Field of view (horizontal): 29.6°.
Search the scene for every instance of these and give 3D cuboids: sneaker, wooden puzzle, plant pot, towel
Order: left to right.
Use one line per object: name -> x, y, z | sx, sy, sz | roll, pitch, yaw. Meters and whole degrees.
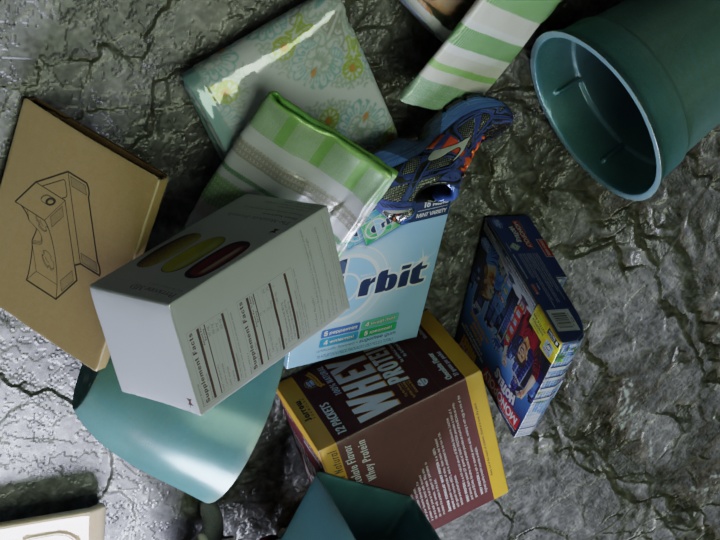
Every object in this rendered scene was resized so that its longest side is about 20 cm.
wooden puzzle -> -0.378, 0.338, 1.488 | 0.199, 0.046, 0.186 | -9, 123, -28
plant pot -> -0.188, 0.107, 1.350 | 0.160, 0.201, 0.201 | 24, 107, -18
towel -> -0.074, -0.059, 1.309 | 0.149, 0.031, 0.200 | 30, 126, -9
towel -> -0.064, -0.154, 1.342 | 0.171, 0.048, 0.201 | -33, 129, -9
plant pot -> -0.018, 0.348, 1.446 | 0.141, 0.141, 0.201 | 21, 109, -35
sneaker -> 0.082, -0.108, 1.379 | 0.200, 0.079, 0.075 | -33, 168, -24
towel -> 0.131, -0.240, 1.346 | 0.200, 0.023, 0.152 | -51, 159, 19
plant pot -> 0.314, -0.209, 1.421 | 0.196, 0.200, 0.201 | -34, 129, -15

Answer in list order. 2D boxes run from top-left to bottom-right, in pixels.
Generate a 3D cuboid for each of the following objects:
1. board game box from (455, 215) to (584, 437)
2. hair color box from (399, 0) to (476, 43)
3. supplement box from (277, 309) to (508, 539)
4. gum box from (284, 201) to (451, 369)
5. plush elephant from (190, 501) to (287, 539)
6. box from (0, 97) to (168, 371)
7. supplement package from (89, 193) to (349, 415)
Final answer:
board game box -> 0.173, 0.079, 1.541 | 0.061, 0.201, 0.201 | -3, 135, -25
hair color box -> 0.049, -0.315, 1.288 | 0.099, 0.061, 0.200 | -47, 130, 6
supplement box -> 0.037, 0.191, 1.552 | 0.199, 0.133, 0.198 | -25, 128, -12
gum box -> 0.000, 0.000, 1.440 | 0.169, 0.045, 0.201 | -12, 132, -30
plush elephant -> -0.152, 0.335, 1.548 | 0.154, 0.165, 0.201 | 28, 69, -1
box -> -0.270, -0.033, 1.248 | 0.021, 0.163, 0.201 | -23, 138, -60
supplement package -> -0.121, 0.025, 1.220 | 0.200, 0.113, 0.110 | -35, 122, -40
